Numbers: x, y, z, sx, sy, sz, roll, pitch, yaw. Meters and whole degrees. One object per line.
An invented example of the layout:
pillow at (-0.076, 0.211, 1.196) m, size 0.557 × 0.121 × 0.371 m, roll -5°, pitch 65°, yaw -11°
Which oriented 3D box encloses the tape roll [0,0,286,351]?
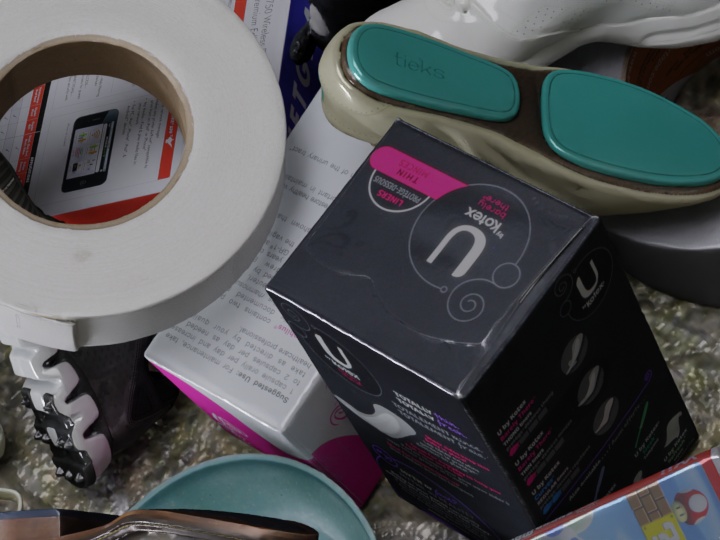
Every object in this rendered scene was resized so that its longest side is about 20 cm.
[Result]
tape roll at (-0.135, -0.060, 1.288) m, size 0.201 × 0.037 × 0.204 m, roll 1°, pitch 65°, yaw -3°

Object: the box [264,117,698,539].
box at (0.060, 0.044, 1.205) m, size 0.122 × 0.200 × 0.106 m, roll 28°, pitch 72°, yaw 33°

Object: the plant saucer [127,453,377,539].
plant saucer at (-0.060, 0.190, 1.276) m, size 0.199 × 0.036 × 0.201 m, roll -14°, pitch 63°, yaw 30°

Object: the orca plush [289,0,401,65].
orca plush at (0.022, -0.145, 1.354) m, size 0.071 × 0.200 × 0.105 m, roll 35°, pitch 68°, yaw 7°

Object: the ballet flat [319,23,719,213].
ballet flat at (0.073, -0.064, 1.238) m, size 0.199 × 0.069 × 0.070 m, roll 18°, pitch 68°, yaw -8°

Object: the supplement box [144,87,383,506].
supplement box at (0.000, 0.000, 1.324) m, size 0.103 × 0.101 × 0.201 m, roll 25°, pitch 76°, yaw 34°

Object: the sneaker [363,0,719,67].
sneaker at (0.086, -0.144, 1.269) m, size 0.199 × 0.089 × 0.075 m, roll -14°, pitch 43°, yaw 6°

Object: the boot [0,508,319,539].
boot at (-0.099, 0.163, 1.256) m, size 0.199 × 0.075 × 0.098 m, roll -5°, pitch 79°, yaw 41°

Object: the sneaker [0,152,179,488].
sneaker at (-0.154, 0.006, 1.362) m, size 0.090 × 0.201 × 0.066 m, roll -31°, pitch 18°, yaw -24°

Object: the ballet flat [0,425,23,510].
ballet flat at (-0.213, 0.113, 1.397) m, size 0.069 × 0.069 × 0.201 m, roll -23°, pitch 58°, yaw 13°

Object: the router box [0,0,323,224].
router box at (-0.111, -0.097, 1.438) m, size 0.179 × 0.049 × 0.201 m, roll -11°, pitch 48°, yaw 21°

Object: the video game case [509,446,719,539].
video game case at (0.100, 0.183, 1.175) m, size 0.199 × 0.017 × 0.144 m, roll -26°, pitch 95°, yaw 11°

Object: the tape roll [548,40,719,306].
tape roll at (0.188, -0.085, 1.302) m, size 0.199 × 0.066 × 0.201 m, roll -12°, pitch 58°, yaw 20°
